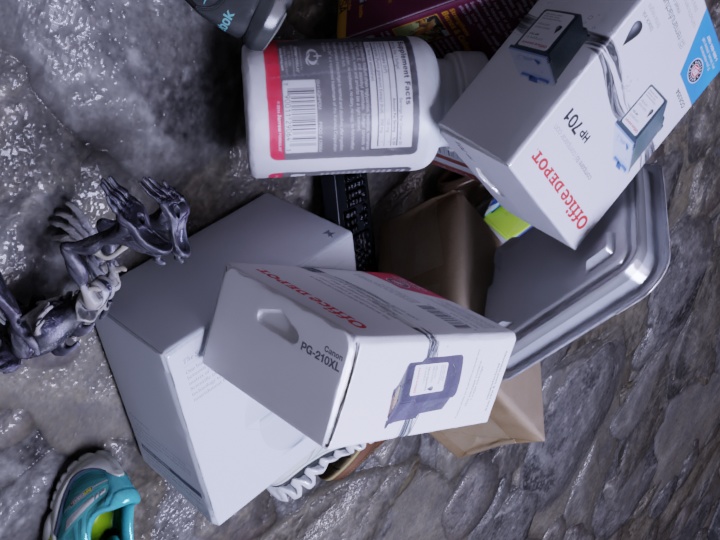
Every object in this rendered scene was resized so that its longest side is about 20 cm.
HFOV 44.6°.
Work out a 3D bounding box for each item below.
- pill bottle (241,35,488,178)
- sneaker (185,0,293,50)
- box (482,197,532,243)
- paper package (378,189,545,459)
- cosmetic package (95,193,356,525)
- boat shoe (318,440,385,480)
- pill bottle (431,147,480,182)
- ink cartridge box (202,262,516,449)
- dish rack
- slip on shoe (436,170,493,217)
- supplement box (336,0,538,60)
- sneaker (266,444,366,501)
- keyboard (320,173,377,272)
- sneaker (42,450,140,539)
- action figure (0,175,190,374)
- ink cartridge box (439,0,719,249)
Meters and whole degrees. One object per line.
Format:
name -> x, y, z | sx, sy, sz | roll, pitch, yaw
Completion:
pill bottle -> 0.004, -0.135, 0.722 | 0.199, 0.111, 0.111 | -4, 120, -8
sneaker -> -0.072, -0.269, 0.659 | 0.079, 0.075, 0.201 | 20, 76, -16
box -> 0.171, -0.034, 1.031 | 0.122, 0.048, 0.200 | -36, 162, -30
paper package -> 0.104, 0.059, 0.897 | 0.191, 0.103, 0.200 | 44, 38, -38
cosmetic package -> -0.105, 0.072, 0.779 | 0.199, 0.123, 0.201 | -34, 135, -32
boat shoe -> 0.021, 0.162, 0.981 | 0.067, 0.072, 0.200 | 23, 111, -34
pill bottle -> 0.125, -0.143, 0.856 | 0.112, 0.200, 0.113 | -27, 130, -37
ink cartridge box -> 0.002, 0.059, 0.678 | 0.200, 0.145, 0.085 | 4, 107, -50
dish rack -> 0.179, -0.008, 0.778 | 0.043, 0.200, 0.172 | 34, 41, -17
slip on shoe -> 0.161, -0.133, 1.014 | 0.200, 0.076, 0.061 | -41, 126, -17
supplement box -> 0.092, -0.229, 0.761 | 0.110, 0.199, 0.086 | 37, 47, -52
sneaker -> -0.040, 0.158, 0.914 | 0.200, 0.075, 0.081 | -42, 127, 7
keyboard -> 0.000, 0.000, 0.871 | 0.104, 0.040, 0.201 | -27, 114, -54
sneaker -> -0.241, 0.259, 0.765 | 0.077, 0.080, 0.201 | -1, 113, -49
action figure -> -0.215, 0.000, 0.630 | 0.200, 0.102, 0.119 | -33, -177, 23
ink cartridge box -> 0.177, -0.139, 0.688 | 0.200, 0.086, 0.146 | -52, 139, 0
